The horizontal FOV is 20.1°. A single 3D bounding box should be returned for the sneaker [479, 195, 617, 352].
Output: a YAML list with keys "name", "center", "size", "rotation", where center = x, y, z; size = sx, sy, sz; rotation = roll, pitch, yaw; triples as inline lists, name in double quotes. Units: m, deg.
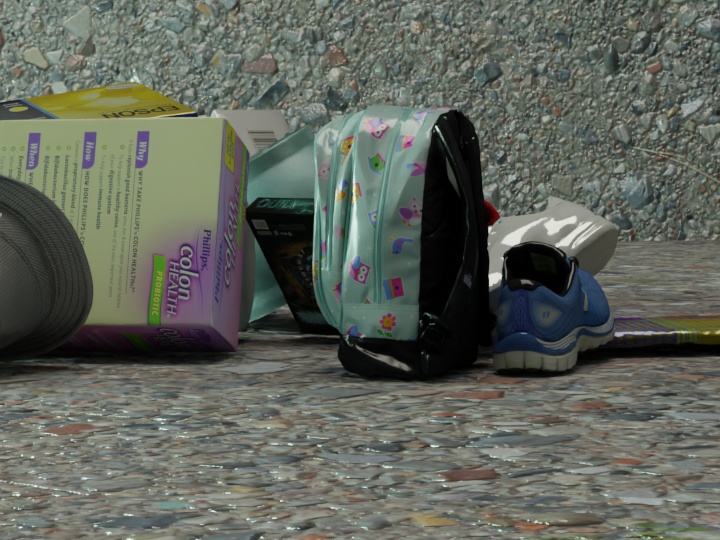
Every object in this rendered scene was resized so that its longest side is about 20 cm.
- name: "sneaker"
  center: [0.119, -0.002, 1.689]
  size: [0.200, 0.075, 0.088]
  rotation: [-29, 54, -34]

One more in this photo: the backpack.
- name: "backpack"
  center: [0.032, -0.025, 1.527]
  size: [0.126, 0.201, 0.167]
  rotation: [0, 4, 13]

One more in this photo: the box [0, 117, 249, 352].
- name: "box"
  center: [-0.201, -0.028, 1.674]
  size: [0.199, 0.177, 0.097]
  rotation: [-1, -15, 10]

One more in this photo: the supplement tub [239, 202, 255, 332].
- name: "supplement tub"
  center: [-0.202, -0.007, 1.793]
  size: [0.199, 0.141, 0.140]
  rotation: [0, 3, 8]

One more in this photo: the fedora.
- name: "fedora"
  center: [-0.314, 0.015, 1.549]
  size: [0.199, 0.177, 0.090]
  rotation: [3, 34, 20]

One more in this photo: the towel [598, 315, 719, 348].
- name: "towel"
  center: [0.240, 0.054, 1.689]
  size: [0.199, 0.023, 0.144]
  rotation: [-2, 4, -5]

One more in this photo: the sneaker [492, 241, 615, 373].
- name: "sneaker"
  center: [0.152, 0.019, 1.570]
  size: [0.078, 0.090, 0.200]
  rotation: [2, 10, 16]

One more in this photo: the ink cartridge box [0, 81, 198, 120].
- name: "ink cartridge box"
  center: [-0.256, -0.126, 1.875]
  size: [0.197, 0.047, 0.200]
  rotation: [-10, 18, -28]

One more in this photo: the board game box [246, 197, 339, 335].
- name: "board game box"
  center: [0.000, 0.000, 1.745]
  size: [0.200, 0.136, 0.028]
  rotation: [4, 38, 43]

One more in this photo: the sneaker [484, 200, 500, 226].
- name: "sneaker"
  center: [0.087, -0.041, 1.811]
  size: [0.078, 0.116, 0.200]
  rotation: [-17, 44, -21]

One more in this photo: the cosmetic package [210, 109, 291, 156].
- name: "cosmetic package"
  center: [-0.130, -0.061, 2.118]
  size: [0.085, 0.200, 0.108]
  rotation: [-2, 47, -29]

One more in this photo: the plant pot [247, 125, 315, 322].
- name: "plant pot"
  center: [-0.069, -0.054, 1.947]
  size: [0.200, 0.135, 0.200]
  rotation: [-29, 5, 3]
